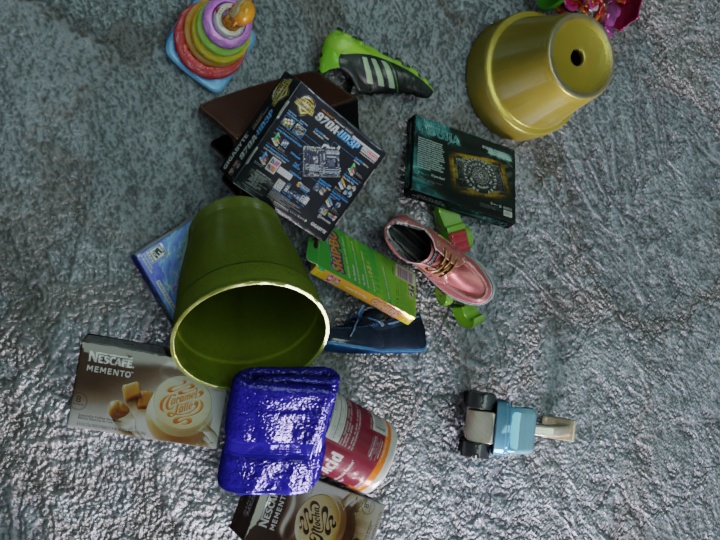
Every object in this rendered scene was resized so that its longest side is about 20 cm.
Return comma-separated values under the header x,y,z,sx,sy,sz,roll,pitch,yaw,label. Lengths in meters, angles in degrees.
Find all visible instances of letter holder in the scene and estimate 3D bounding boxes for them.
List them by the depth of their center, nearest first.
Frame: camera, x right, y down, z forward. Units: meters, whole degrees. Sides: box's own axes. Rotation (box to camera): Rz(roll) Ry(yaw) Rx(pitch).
x,y,z,sx,sy,sz,roll,pitch,yaw,label
-0.119,-0.201,1.335,0.197,0.142,0.102,-22,130,-25,letter holder

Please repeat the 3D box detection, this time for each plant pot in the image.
x,y,z,sx,sy,sz,roll,pitch,yaw,label
-0.152,0.015,1.191,0.196,0.202,0.195,8,43,-24,plant pot
0.295,-0.321,1.466,0.196,0.188,0.206,0,89,-23,plant pot

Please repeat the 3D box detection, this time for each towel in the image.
x,y,z,sx,sy,sz,roll,pitch,yaw,label
-0.107,0.217,1.211,0.144,0.050,0.203,0,125,-18,towel

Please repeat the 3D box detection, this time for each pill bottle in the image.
x,y,z,sx,sy,sz,roll,pitch,yaw,label
-0.054,0.234,1.340,0.198,0.114,0.116,31,77,-21,pill bottle

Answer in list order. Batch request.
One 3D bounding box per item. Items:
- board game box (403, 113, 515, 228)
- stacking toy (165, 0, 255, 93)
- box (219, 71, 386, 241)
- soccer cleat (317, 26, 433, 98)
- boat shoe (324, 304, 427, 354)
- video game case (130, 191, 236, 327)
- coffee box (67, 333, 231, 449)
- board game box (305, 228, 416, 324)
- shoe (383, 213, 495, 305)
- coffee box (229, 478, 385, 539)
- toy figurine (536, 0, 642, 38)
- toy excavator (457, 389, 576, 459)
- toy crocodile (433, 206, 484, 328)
x,y,z,sx,sy,sz,roll,pitch,yaw,label
0.162,-0.157,1.469,0.196,0.028,0.138,16,65,-24,board game box
-0.184,-0.327,1.241,0.109,0.199,0.117,37,76,-19,stacking toy
-0.075,-0.151,1.268,0.199,0.046,0.160,31,96,-45,box
0.022,-0.299,1.413,0.197,0.068,0.082,21,101,-28,soccer cleat
0.012,0.091,1.402,0.197,0.083,0.070,6,79,-41,boat shoe
-0.199,0.016,1.315,0.180,0.045,0.203,-34,103,-22,video game case
-0.280,0.160,1.231,0.196,0.080,0.117,12,92,-13,coffee box
0.000,0.000,1.388,0.198,0.030,0.097,31,38,-23,board game box
0.118,-0.012,1.397,0.199,0.091,0.072,38,101,4,shoe
-0.077,0.360,1.345,0.197,0.079,0.115,25,80,-22,coffee box
0.398,-0.464,1.544,0.183,0.149,0.203,33,64,-29,toy figurine
0.258,0.255,1.480,0.195,0.194,0.102,8,85,5,toy excavator
0.155,-0.009,1.466,0.066,0.061,0.205,-10,93,-24,toy crocodile
